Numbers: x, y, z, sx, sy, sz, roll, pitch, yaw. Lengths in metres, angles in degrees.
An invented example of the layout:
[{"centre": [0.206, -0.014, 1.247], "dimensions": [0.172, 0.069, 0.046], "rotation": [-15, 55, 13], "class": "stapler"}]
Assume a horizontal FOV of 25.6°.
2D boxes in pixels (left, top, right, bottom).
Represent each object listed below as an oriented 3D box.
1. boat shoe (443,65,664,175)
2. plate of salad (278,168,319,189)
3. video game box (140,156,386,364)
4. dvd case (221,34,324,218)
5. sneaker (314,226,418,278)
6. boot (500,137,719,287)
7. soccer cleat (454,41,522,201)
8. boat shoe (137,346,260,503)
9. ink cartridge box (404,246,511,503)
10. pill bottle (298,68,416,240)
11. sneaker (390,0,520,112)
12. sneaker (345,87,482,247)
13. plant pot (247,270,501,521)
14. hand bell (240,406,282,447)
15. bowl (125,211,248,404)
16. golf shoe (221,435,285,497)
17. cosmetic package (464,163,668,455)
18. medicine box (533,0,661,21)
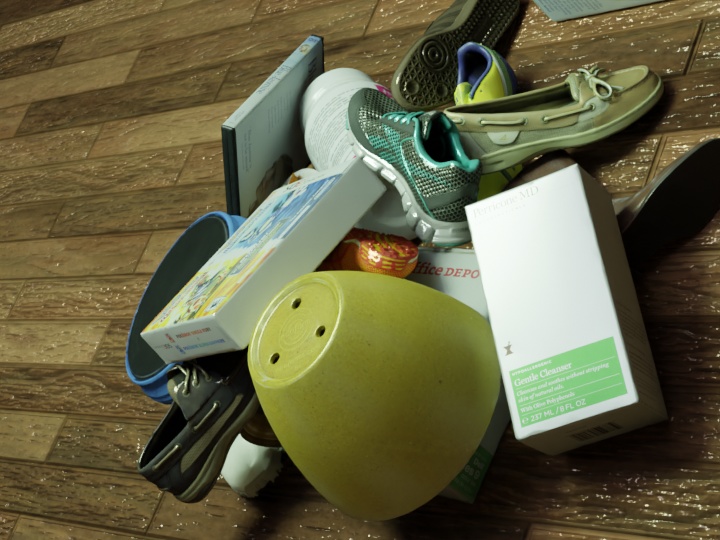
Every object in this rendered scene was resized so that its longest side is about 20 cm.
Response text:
[{"centre": [0.175, -0.149, 1.437], "dimensions": [0.199, 0.064, 0.073], "rotation": [-18, 25, 9], "class": "boat shoe"}, {"centre": [-0.071, -0.003, 1.595], "dimensions": [0.200, 0.048, 0.202], "rotation": [-19, 68, 58], "class": "plate of salad"}, {"centre": [-0.088, -0.007, 1.397], "dimensions": [0.200, 0.047, 0.182], "rotation": [-49, 13, -25], "class": "video game box"}, {"centre": [-0.088, -0.140, 1.666], "dimensions": [0.017, 0.144, 0.200], "rotation": [16, 41, 20], "class": "dvd case"}, {"centre": [0.000, 0.000, 1.425], "dimensions": [0.200, 0.072, 0.078], "rotation": [-173, 94, -73], "class": "sneaker"}, {"centre": [0.214, -0.073, 1.386], "dimensions": [0.186, 0.064, 0.200], "rotation": [-46, 31, 5], "class": "boot"}, {"centre": [0.114, -0.135, 1.525], "dimensions": [0.064, 0.084, 0.202], "rotation": [-25, 43, 32], "class": "soccer cleat"}, {"centre": [-0.139, 0.115, 1.431], "dimensions": [0.201, 0.073, 0.074], "rotation": [-65, 28, 6], "class": "boat shoe"}, {"centre": [0.067, 0.086, 1.382], "dimensions": [0.145, 0.087, 0.201], "rotation": [4, 64, 49], "class": "ink cartridge box"}, {"centre": [0.008, -0.123, 1.609], "dimensions": [0.113, 0.113, 0.200], "rotation": [-45, 36, 9], "class": "pill bottle"}, {"centre": [0.090, -0.224, 1.634], "dimensions": [0.200, 0.071, 0.075], "rotation": [-46, 14, -28], "class": "sneaker"}, {"centre": [0.055, -0.115, 1.434], "dimensions": [0.200, 0.077, 0.092], "rotation": [53, 140, 36], "class": "sneaker"}, {"centre": [-0.007, 0.080, 1.274], "dimensions": [0.199, 0.142, 0.201], "rotation": [-27, 44, 29], "class": "plant pot"}, {"centre": [-0.083, 0.057, 1.523], "dimensions": [0.104, 0.104, 0.201], "rotation": [-32, 53, 25], "class": "hand bell"}, {"centre": [-0.167, 0.033, 1.564], "dimensions": [0.200, 0.039, 0.202], "rotation": [-43, 31, 33], "class": "bowl"}, {"centre": [-0.139, 0.141, 1.559], "dimensions": [0.078, 0.097, 0.200], "rotation": [-44, 37, 9], "class": "golf shoe"}, {"centre": [0.162, 0.032, 1.257], "dimensions": [0.107, 0.085, 0.202], "rotation": [-22, 67, 21], "class": "cosmetic package"}, {"centre": [0.261, -0.357, 1.540], "dimensions": [0.199, 0.103, 0.183], "rotation": [-4, 57, 48], "class": "medicine box"}]
